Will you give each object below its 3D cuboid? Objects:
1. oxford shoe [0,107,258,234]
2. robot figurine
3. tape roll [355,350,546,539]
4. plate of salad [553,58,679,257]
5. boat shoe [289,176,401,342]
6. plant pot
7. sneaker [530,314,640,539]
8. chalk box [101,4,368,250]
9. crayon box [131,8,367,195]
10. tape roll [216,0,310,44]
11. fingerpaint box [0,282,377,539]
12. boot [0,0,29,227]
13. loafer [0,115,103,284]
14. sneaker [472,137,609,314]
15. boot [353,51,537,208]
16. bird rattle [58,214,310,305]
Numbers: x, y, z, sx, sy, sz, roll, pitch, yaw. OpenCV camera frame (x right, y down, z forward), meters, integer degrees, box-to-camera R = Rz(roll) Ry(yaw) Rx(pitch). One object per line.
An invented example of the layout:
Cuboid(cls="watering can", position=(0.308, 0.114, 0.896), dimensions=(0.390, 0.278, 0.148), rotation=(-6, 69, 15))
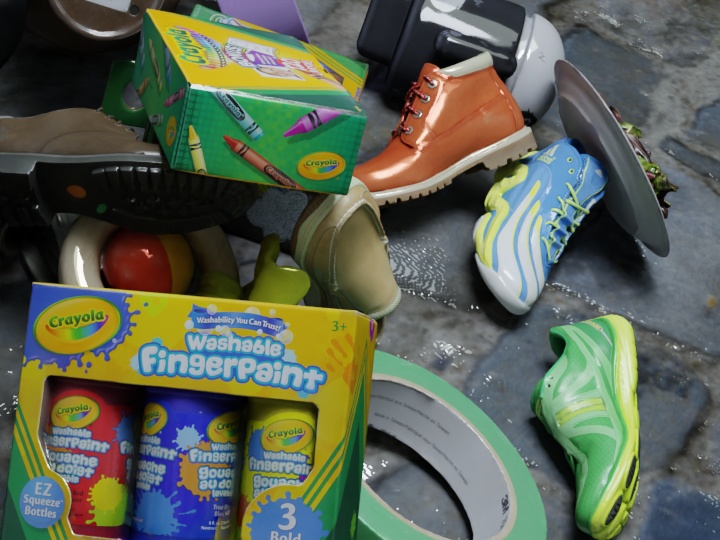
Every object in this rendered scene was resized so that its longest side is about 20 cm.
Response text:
Cuboid(cls="oxford shoe", position=(-0.166, -0.076, 0.876), dimensions=(0.198, 0.073, 0.085), rotation=(7, 51, -3))
Cuboid(cls="robot figurine", position=(0.097, -0.207, 1.257), dimensions=(0.198, 0.125, 0.151), rotation=(20, 45, -3))
Cuboid(cls="tape roll", position=(0.031, 0.139, 0.876), dimensions=(0.199, 0.048, 0.201), rotation=(27, 30, -17))
Cuboid(cls="plate of salad", position=(0.232, -0.104, 1.170), dimensions=(0.048, 0.200, 0.201), rotation=(-28, 54, 0))
Cuboid(cls="boat shoe", position=(0.000, 0.000, 0.945), dimensions=(0.072, 0.200, 0.076), rotation=(-42, 73, -11))
Cuboid(cls="plant pot", position=(-0.216, -0.255, 1.065), dimensions=(0.185, 0.189, 0.200), rotation=(6, 19, -18))
Cuboid(cls="sneaker", position=(0.171, 0.120, 0.998), dimensions=(0.083, 0.074, 0.201), rotation=(-1, 44, 10))
Cuboid(cls="chalk box", position=(-0.110, -0.123, 1.072), dimensions=(0.198, 0.125, 0.124), rotation=(20, 41, -5))
Cuboid(cls="crayon box", position=(-0.082, -0.119, 0.892), dimensions=(0.118, 0.059, 0.200), rotation=(7, 22, -21))
Cuboid(cls="tape roll", position=(-0.106, -0.280, 1.180), dimensions=(0.065, 0.201, 0.201), rotation=(-19, 50, 0))
Cuboid(cls="fingerpaint box", position=(-0.099, 0.100, 0.767), dimensions=(0.198, 0.073, 0.169), rotation=(5, 84, 11))
Cuboid(cls="boot", position=(-0.289, -0.113, 0.949), dimensions=(0.158, 0.079, 0.212), rotation=(36, 84, 35))
Cuboid(cls="loafer", position=(-0.238, -0.041, 0.970), dimensions=(0.069, 0.070, 0.200), rotation=(-14, 53, -45))
Cuboid(cls="sneaker", position=(0.158, -0.053, 1.123), dimensions=(0.076, 0.105, 0.201), rotation=(41, 34, -24))
Cuboid(cls="boot", position=(0.051, -0.118, 1.131), dimensions=(0.199, 0.075, 0.108), rotation=(-26, 100, -24))
Cuboid(cls="bird rattle", position=(-0.145, 0.024, 0.907), dimensions=(0.199, 0.113, 0.164), rotation=(-21, 77, -24))
